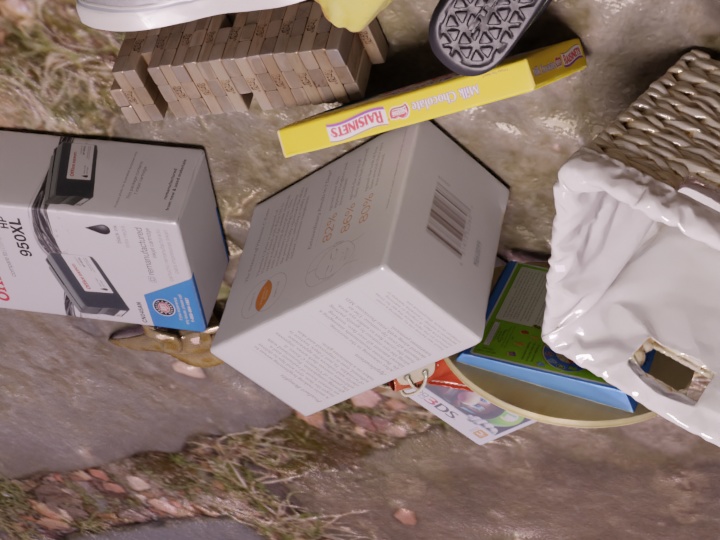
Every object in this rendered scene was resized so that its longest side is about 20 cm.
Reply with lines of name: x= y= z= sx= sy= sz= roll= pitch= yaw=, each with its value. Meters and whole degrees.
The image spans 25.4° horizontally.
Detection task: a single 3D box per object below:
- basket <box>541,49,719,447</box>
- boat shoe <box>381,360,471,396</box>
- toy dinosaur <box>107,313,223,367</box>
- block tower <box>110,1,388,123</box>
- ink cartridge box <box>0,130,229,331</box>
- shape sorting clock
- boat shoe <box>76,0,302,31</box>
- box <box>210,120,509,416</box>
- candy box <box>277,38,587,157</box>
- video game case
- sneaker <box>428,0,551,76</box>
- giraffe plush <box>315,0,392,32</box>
basket: x=0.248 y=-0.012 z=1.084 sx=0.198 sy=0.161 sz=0.201 roll=30 pitch=148 yaw=23
boat shoe: x=0.028 y=0.075 z=1.359 sx=0.199 sy=0.063 sz=0.071 roll=15 pitch=142 yaw=-3
toy dinosaur: x=-0.167 y=0.058 z=1.441 sx=0.199 sy=0.058 sz=0.101 roll=-4 pitch=141 yaw=22
block tower: x=-0.084 y=-0.150 z=1.148 sx=0.199 sy=0.058 sz=0.054 roll=-5 pitch=140 yaw=22
ink cartridge box: x=-0.222 y=-0.032 z=1.320 sx=0.199 sy=0.085 sz=0.145 roll=6 pitch=142 yaw=12
shape sorting clock: x=0.156 y=0.055 z=1.217 sx=0.199 sy=0.200 sz=0.039 roll=7 pitch=123 yaw=9
boat shoe: x=-0.111 y=-0.208 z=1.078 sx=0.199 sy=0.072 sz=0.069 roll=-1 pitch=120 yaw=30
box: x=0.000 y=0.000 z=1.233 sx=0.106 sy=0.153 sz=0.199 roll=37 pitch=139 yaw=-27
candy box: x=0.049 y=-0.120 z=1.113 sx=0.199 sy=0.102 sz=0.027 roll=-13 pitch=101 yaw=30
video game case: x=0.111 y=0.076 z=1.401 sx=0.181 sy=0.023 sz=0.200 roll=35 pitch=138 yaw=-25
sneaker: x=0.112 y=-0.208 z=1.006 sx=0.072 sy=0.083 sz=0.200 roll=43 pitch=113 yaw=-5
giraffe plush: x=-0.004 y=-0.251 z=0.923 sx=0.162 sy=0.200 sz=0.173 roll=45 pitch=105 yaw=-2
